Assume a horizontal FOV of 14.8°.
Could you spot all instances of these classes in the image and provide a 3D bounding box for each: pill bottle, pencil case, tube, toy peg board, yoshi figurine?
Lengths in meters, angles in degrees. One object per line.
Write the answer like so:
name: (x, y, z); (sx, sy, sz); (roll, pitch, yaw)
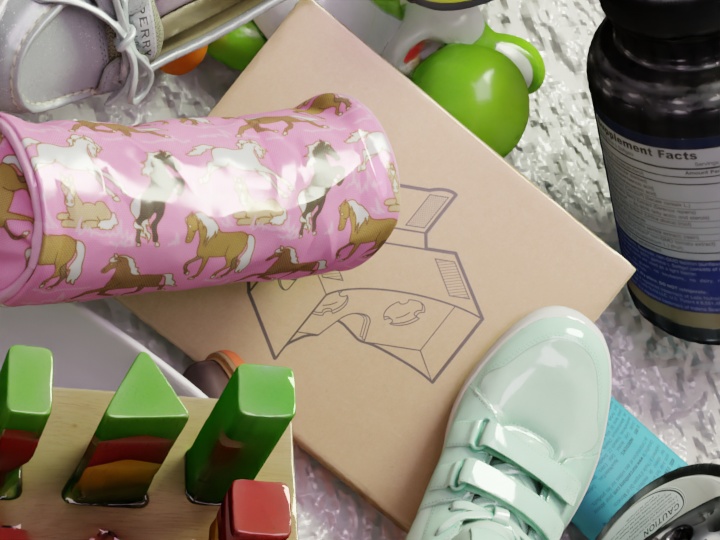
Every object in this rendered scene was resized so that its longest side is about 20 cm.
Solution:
pill bottle: (0.169, -0.071, 1.325); (0.112, 0.112, 0.200); (-47, 138, -35)
pencil case: (-0.078, -0.031, 1.170); (0.200, 0.083, 0.087); (-5, 67, -37)
tube: (0.123, 0.101, 1.324); (0.200, 0.050, 0.077); (44, 75, -7)
toy peg board: (-0.109, 0.120, 1.042); (0.200, 0.098, 0.199); (5, 60, -16)
yoshi figurine: (0.005, -0.106, 1.322); (0.200, 0.112, 0.112); (17, 68, -23)

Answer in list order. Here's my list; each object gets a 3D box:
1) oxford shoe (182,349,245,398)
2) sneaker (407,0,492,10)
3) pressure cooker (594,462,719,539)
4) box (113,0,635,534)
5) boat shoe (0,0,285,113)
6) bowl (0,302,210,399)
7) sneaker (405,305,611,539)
oxford shoe: (-0.071, 0.128, 1.193); (0.072, 0.071, 0.200); (4, 66, -21)
sneaker: (0.090, -0.172, 1.298); (0.200, 0.081, 0.074); (-34, 76, -28)
pressure cooker: (0.178, 0.179, 1.225); (0.200, 0.179, 0.176); (24, 81, -26)
box: (0.000, 0.000, 1.270); (0.200, 0.021, 0.164); (39, 84, -5)
boat shoe: (-0.083, -0.121, 1.189); (0.065, 0.075, 0.202); (28, 42, 34)
bowl: (-0.172, 0.098, 1.134); (0.200, 0.075, 0.200); (33, 58, 1)
sneaker: (0.068, 0.108, 1.204); (0.074, 0.118, 0.201); (28, 82, -10)
